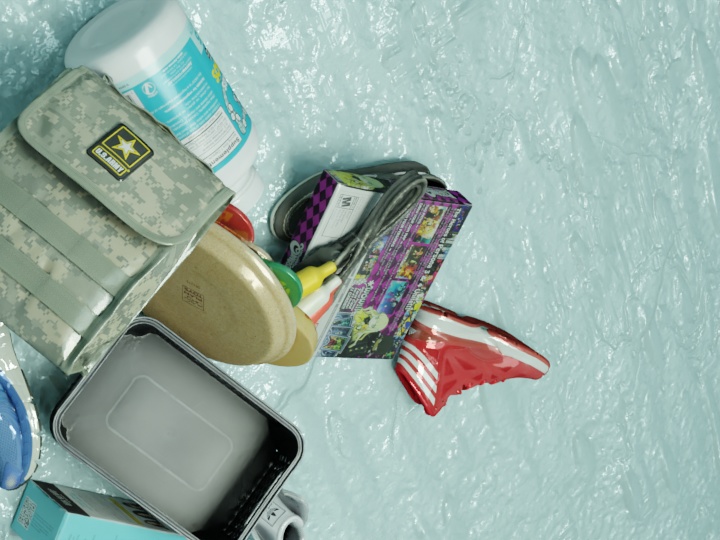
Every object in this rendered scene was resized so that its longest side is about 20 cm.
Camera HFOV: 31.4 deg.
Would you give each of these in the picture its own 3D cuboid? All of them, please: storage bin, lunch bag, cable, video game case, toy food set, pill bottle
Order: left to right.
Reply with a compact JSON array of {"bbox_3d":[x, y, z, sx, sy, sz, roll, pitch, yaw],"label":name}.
[{"bbox_3d":[-0.217,-0.043,0.997,0.164,0.118,0.200,39,84,1],"label":"lunch bag"},{"bbox_3d":[-0.161,-0.134,1.116,0.111,0.111,0.200,-45,127,-20],"label":"pill bottle"},{"bbox_3d":[-0.166,0.148,1.151,0.200,0.094,0.135,38,77,-9],"label":"storage bin"},{"bbox_3d":[-0.134,0.008,1.126,0.049,0.199,0.199,-55,149,-34],"label":"toy food set"},{"bbox_3d":[-0.006,-0.008,1.215,0.200,0.050,0.097,-37,149,-7],"label":"cable"},{"bbox_3d":[0.000,0.000,1.291,0.181,0.036,0.201,5,121,-39],"label":"video game case"}]

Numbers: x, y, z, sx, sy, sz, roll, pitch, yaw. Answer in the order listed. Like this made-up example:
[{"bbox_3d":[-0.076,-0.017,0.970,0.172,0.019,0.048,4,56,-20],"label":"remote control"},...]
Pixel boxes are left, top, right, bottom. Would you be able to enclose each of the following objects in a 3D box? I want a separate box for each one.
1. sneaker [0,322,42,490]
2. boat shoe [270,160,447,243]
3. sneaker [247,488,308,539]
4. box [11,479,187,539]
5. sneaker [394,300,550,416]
[{"bbox_3d":[-0.331,0.096,1.077,0.089,0.078,0.201,-22,108,-24],"label":"sneaker"},{"bbox_3d":[0.002,-0.071,1.301,0.199,0.057,0.067,-19,115,-34],"label":"boat shoe"},{"bbox_3d":[-0.115,0.205,1.248,0.075,0.115,0.201,-41,125,-23],"label":"sneaker"},{"bbox_3d":[-0.218,0.251,1.201,0.199,0.082,0.049,23,89,-40],"label":"box"},{"bbox_3d":[0.118,0.114,1.452,0.199,0.078,0.116,23,96,-29],"label":"sneaker"}]
